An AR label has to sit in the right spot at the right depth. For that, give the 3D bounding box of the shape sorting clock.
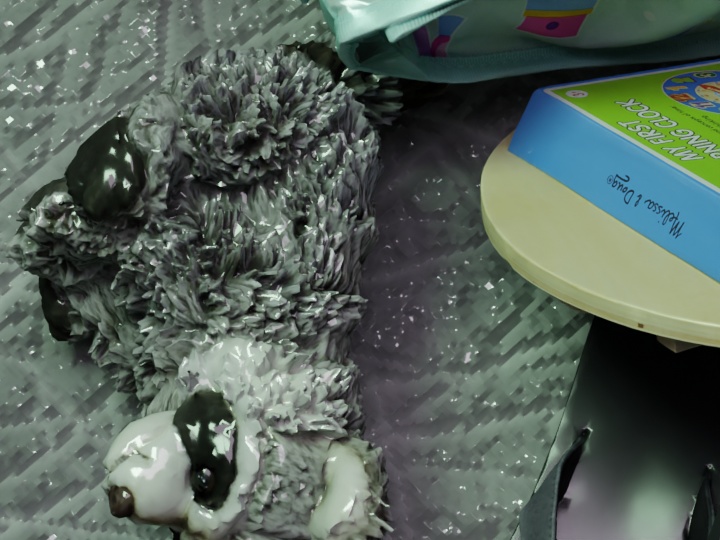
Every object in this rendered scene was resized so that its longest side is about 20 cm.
[{"bbox_3d":[0.132,-0.020,0.765,0.199,0.039,0.200,1,23,0],"label":"shape sorting clock"}]

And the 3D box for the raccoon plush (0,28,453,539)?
[{"bbox_3d":[0.000,0.000,0.781,0.200,0.097,0.134,-37,79,-16],"label":"raccoon plush"}]

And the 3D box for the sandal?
[{"bbox_3d":[0.072,0.079,0.769,0.076,0.043,0.201,11,66,4],"label":"sandal"}]

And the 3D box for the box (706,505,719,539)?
[{"bbox_3d":[0.170,0.141,0.719,0.199,0.050,0.199,26,65,-6],"label":"box"}]

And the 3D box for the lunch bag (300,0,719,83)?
[{"bbox_3d":[0.059,-0.148,0.803,0.199,0.122,0.171,-10,73,-23],"label":"lunch bag"}]
